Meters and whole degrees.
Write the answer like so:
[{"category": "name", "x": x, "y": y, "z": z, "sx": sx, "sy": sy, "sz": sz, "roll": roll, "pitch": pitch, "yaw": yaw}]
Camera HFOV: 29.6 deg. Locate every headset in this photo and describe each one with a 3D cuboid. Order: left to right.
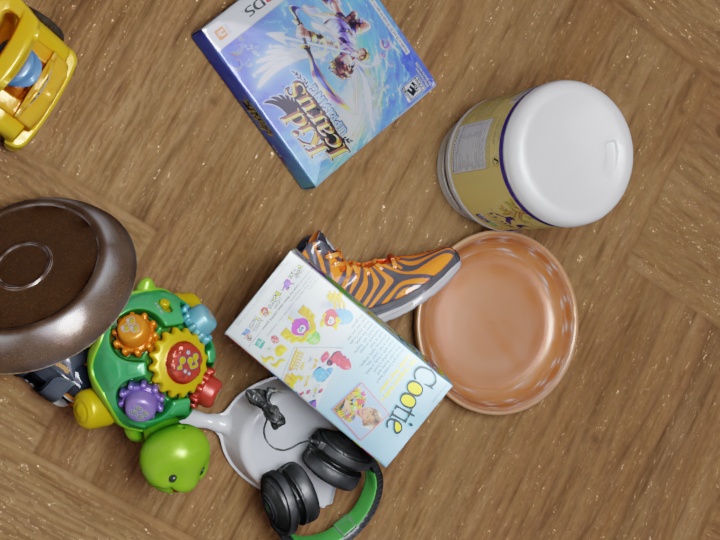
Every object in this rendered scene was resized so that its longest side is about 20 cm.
[{"category": "headset", "x": -0.055, "y": 0.199, "z": 1.368, "sx": 0.123, "sy": 0.094, "sz": 0.201, "roll": -39, "pitch": 133, "yaw": -12}]

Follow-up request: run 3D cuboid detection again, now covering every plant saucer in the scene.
[{"category": "plant saucer", "x": -0.305, "y": 0.003, "z": 1.249, "sx": 0.200, "sy": 0.200, "sz": 0.032, "roll": -37, "pitch": 144, "yaw": -18}, {"category": "plant saucer", "x": 0.146, "y": 0.057, "z": 1.499, "sx": 0.198, "sy": 0.037, "sz": 0.202, "roll": 0, "pitch": 90, "yaw": -23}]

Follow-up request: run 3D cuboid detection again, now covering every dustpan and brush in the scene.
[{"category": "dustpan and brush", "x": -0.113, "y": 0.162, "z": 1.392, "sx": 0.198, "sy": 0.057, "sz": 0.141, "roll": 10, "pitch": 98, "yaw": -28}]

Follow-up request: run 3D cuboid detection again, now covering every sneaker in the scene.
[{"category": "sneaker", "x": -0.293, "y": 0.087, "z": 1.300, "sx": 0.198, "sy": 0.078, "sz": 0.080, "roll": 15, "pitch": 79, "yaw": -23}, {"category": "sneaker", "x": 0.000, "y": 0.000, "z": 1.404, "sx": 0.199, "sy": 0.078, "sz": 0.113, "roll": -28, "pitch": 98, "yaw": -5}]

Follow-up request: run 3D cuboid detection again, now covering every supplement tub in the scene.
[{"category": "supplement tub", "x": 0.175, "y": -0.115, "z": 1.423, "sx": 0.144, "sy": 0.200, "sz": 0.147, "roll": 0, "pitch": 89, "yaw": -21}]

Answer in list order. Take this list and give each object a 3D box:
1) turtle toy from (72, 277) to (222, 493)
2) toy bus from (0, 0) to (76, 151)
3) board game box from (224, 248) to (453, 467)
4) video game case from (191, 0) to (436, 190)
[{"category": "turtle toy", "x": -0.187, "y": 0.107, "z": 1.271, "sx": 0.145, "sy": 0.101, "sz": 0.202, "roll": -9, "pitch": 96, "yaw": -42}, {"category": "toy bus", "x": -0.348, "y": -0.210, "z": 1.221, "sx": 0.199, "sy": 0.192, "sz": 0.136, "roll": 34, "pitch": 76, "yaw": -20}, {"category": "board game box", "x": -0.021, "y": 0.082, "z": 1.328, "sx": 0.200, "sy": 0.103, "sz": 0.105, "roll": 40, "pitch": 91, "yaw": -1}, {"category": "video game case", "x": -0.045, "y": -0.218, "z": 1.420, "sx": 0.181, "sy": 0.045, "sz": 0.201, "roll": -41, "pitch": 104, "yaw": -16}]
